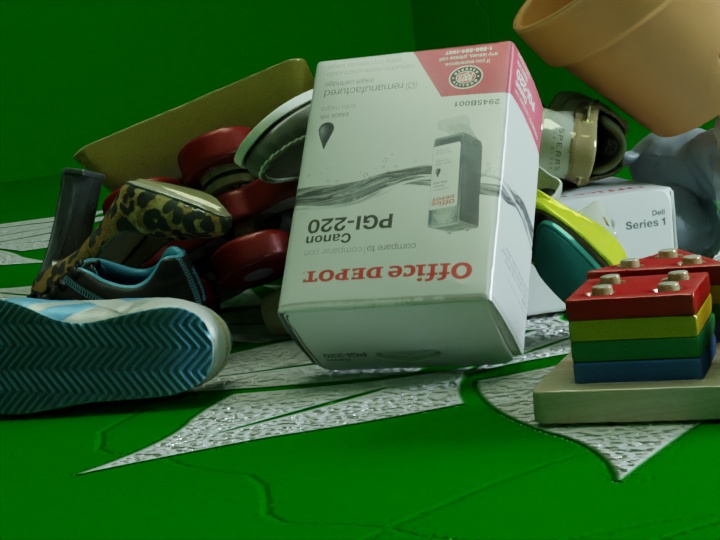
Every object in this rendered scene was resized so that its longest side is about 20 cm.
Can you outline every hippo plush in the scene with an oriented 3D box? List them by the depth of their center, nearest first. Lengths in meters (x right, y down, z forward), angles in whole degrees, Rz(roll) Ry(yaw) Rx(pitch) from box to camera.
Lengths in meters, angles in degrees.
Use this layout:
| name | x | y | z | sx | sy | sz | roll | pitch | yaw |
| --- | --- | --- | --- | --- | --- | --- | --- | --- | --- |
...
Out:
| name | x | y | z | sx | sy | sz | roll | pitch | yaw |
| --- | --- | --- | --- | --- | --- | --- | --- | --- | --- |
| hippo plush | 0.272 | -0.081 | 1.338 | 0.161 | 0.201 | 0.159 | -10 | -17 | 36 |

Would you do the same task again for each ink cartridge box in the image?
| name | x | y | z | sx | sy | sz | roll | pitch | yaw |
| --- | --- | --- | --- | --- | --- | --- | --- | --- | --- |
| ink cartridge box | 0.036 | -0.042 | 1.121 | 0.145 | 0.200 | 0.085 | -4 | -29 | 19 |
| ink cartridge box | 0.145 | -0.024 | 1.332 | 0.144 | 0.084 | 0.200 | -8 | 8 | -10 |

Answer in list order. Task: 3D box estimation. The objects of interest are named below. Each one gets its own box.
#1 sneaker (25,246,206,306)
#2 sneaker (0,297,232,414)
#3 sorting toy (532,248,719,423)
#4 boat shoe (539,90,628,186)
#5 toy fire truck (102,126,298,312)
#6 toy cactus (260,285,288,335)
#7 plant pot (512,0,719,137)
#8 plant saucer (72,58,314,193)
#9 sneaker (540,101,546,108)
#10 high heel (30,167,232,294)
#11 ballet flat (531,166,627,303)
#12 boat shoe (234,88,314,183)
| name | x | y | z | sx | sy | sz | roll | pitch | yaw |
| --- | --- | --- | --- | --- | --- | --- | --- | --- | --- |
| sneaker | -0.206 | 0.029 | 1.210 | 0.199 | 0.082 | 0.073 | -8 | 22 | 2 |
| sneaker | -0.182 | 0.054 | 1.116 | 0.199 | 0.077 | 0.081 | 2 | 1 | 12 |
| sorting toy | 0.214 | 0.027 | 0.973 | 0.199 | 0.070 | 0.199 | -4 | 8 | 19 |
| boat shoe | 0.169 | -0.095 | 1.299 | 0.066 | 0.074 | 0.200 | 11 | 15 | 18 |
| toy fire truck | -0.094 | -0.027 | 1.354 | 0.200 | 0.112 | 0.168 | -29 | -18 | 28 |
| toy cactus | 0.000 | 0.000 | 1.248 | 0.165 | 0.102 | 0.200 | -23 | 28 | 18 |
| plant pot | 0.234 | -0.195 | 1.286 | 0.200 | 0.140 | 0.200 | -39 | 12 | 10 |
| plant saucer | -0.116 | -0.091 | 1.427 | 0.200 | 0.049 | 0.200 | -23 | -13 | 2 |
| sneaker | 0.062 | -0.113 | 1.389 | 0.200 | 0.070 | 0.078 | 0 | -16 | 36 |
| high heel | -0.167 | 0.004 | 1.254 | 0.071 | 0.143 | 0.200 | 11 | 0 | -45 |
| ballet flat | 0.130 | -0.033 | 1.176 | 0.200 | 0.067 | 0.067 | 35 | 56 | 27 |
| boat shoe | -0.007 | -0.097 | 1.259 | 0.202 | 0.060 | 0.072 | -22 | -22 | -46 |
